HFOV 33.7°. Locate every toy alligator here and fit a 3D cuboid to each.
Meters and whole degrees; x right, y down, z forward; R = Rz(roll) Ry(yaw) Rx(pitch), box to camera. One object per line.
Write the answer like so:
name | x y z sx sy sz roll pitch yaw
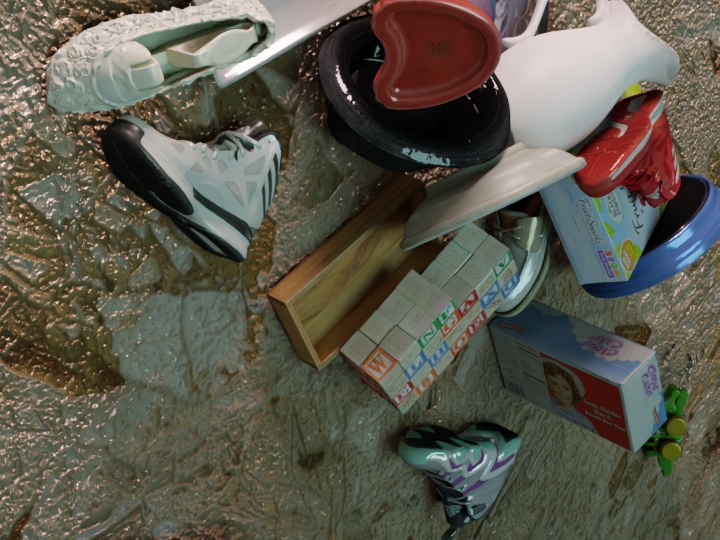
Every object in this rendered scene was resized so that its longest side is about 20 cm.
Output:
toy alligator | 0.442 0.207 1.730 0.054 0.059 0.200 5 109 -3

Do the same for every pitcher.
pitcher | 0.206 -0.219 1.252 0.200 0.172 0.121 -31 168 -13

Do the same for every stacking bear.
stacking bear | 0.062 -0.258 1.078 0.114 0.200 0.121 -3 139 0

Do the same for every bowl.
bowl | 0.344 -0.045 1.427 0.201 0.201 0.039 -43 108 -22

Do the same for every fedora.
fedora | 0.041 -0.152 1.136 0.201 0.201 0.092 -20 159 -36

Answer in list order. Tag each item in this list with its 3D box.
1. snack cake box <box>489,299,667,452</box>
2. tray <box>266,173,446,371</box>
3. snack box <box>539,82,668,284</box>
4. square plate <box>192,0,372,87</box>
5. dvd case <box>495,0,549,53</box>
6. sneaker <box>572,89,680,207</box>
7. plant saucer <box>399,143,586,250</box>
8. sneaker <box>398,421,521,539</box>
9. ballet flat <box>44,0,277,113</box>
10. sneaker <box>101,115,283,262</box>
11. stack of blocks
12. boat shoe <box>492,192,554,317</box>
snack cake box | 0.255 0.119 1.402 0.067 0.200 0.115 -38 131 -26
tray | 0.000 0.000 1.227 0.200 0.037 0.099 -43 132 -23
snack box | 0.281 -0.109 1.355 0.200 0.068 0.169 -52 124 -40
square plate | -0.080 -0.289 1.027 0.198 0.028 0.200 -35 129 -27
dvd case | 0.148 -0.277 1.258 0.149 0.016 0.200 -17 119 -38
sneaker | 0.298 -0.104 1.261 0.200 0.078 0.116 -47 116 -42
plant saucer | 0.122 -0.082 1.172 0.200 0.200 0.050 -26 92 -34
sneaker | 0.109 0.259 1.415 0.200 0.078 0.140 5 103 -44
ballet flat | -0.155 -0.175 0.955 0.200 0.072 0.072 -25 124 -20
sneaker | -0.139 -0.102 1.036 0.115 0.076 0.201 -62 145 -15
stack of blocks | 0.078 0.046 1.265 0.200 0.059 0.115 -48 153 -8
boat shoe | 0.182 -0.048 1.357 0.068 0.075 0.200 34 73 -45
